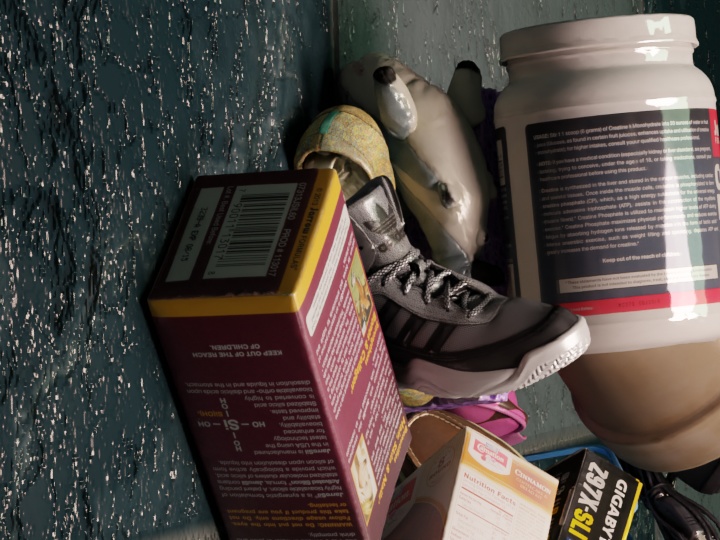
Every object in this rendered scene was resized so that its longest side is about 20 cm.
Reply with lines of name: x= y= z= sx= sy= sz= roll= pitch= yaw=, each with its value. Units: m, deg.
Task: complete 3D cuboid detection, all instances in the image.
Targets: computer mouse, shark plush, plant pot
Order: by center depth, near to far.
shark plush: x=0.048 y=-0.047 z=1.694 sx=0.091 sy=0.083 sz=0.201 roll=-26 pitch=89 yaw=-48
plant pot: x=0.188 y=0.008 z=1.842 sx=0.173 sy=0.199 sz=0.201 roll=39 pitch=45 yaw=-31
computer mouse: x=0.259 y=0.100 z=1.877 sx=0.053 sy=0.200 sz=0.139 roll=33 pitch=15 yaw=-40

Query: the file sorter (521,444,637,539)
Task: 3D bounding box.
file sorter: x=0.138 y=0.242 z=1.918 sx=0.139 sy=0.122 sz=0.201 roll=-106 pitch=-171 yaw=-71

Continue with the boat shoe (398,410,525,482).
boat shoe: x=0.106 y=0.159 z=1.785 sx=0.075 sy=0.202 sz=0.075 roll=-49 pitch=176 yaw=-19

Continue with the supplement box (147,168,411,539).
supplement box: x=-0.041 y=0.056 z=1.488 sx=0.111 sy=0.085 sz=0.201 roll=-72 pitch=153 yaw=-48

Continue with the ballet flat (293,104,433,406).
ballet flat: x=0.000 y=0.000 z=1.662 sx=0.071 sy=0.070 sz=0.201 roll=-51 pitch=131 yaw=-64

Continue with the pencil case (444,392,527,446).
pencil case: x=0.087 y=0.020 z=1.904 sx=0.093 sy=0.091 sz=0.201 roll=23 pitch=63 yaw=-32

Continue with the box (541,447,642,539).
box: x=0.082 y=0.213 z=1.667 sx=0.049 sy=0.200 sz=0.160 roll=31 pitch=55 yaw=-17

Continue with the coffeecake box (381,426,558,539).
coffeecake box: x=0.032 y=0.216 z=1.591 sx=0.073 sy=0.154 sz=0.201 roll=31 pitch=44 yaw=-15

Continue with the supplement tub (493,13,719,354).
supplement tub: x=0.155 y=-0.051 z=1.677 sx=0.140 sy=0.139 sz=0.202 roll=-3 pitch=88 yaw=-72

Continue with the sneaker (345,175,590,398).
sneaker: x=0.033 y=0.008 z=1.559 sx=0.075 sy=0.199 sz=0.115 roll=-40 pitch=123 yaw=-49

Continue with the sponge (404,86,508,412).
sponge: x=0.048 y=-0.011 z=1.740 sx=0.030 sy=0.111 sz=0.202 roll=8 pitch=79 yaw=-42
